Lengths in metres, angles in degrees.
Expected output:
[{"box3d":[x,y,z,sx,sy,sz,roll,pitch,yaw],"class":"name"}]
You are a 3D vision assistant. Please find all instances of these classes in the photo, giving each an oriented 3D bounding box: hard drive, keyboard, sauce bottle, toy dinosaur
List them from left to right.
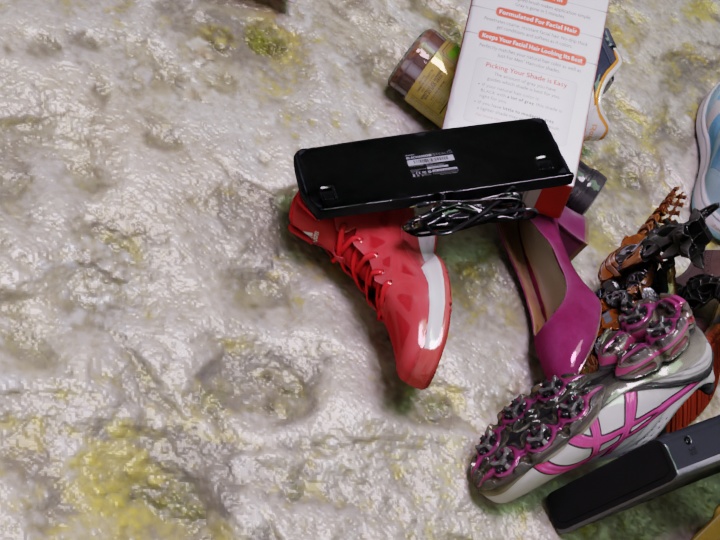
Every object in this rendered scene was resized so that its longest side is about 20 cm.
[{"box3d":[0.054,-0.059,1.042,0.197,0.040,0.105,-8,43,-7],"class":"keyboard"},{"box3d":[0.117,-0.121,1.195,0.199,0.065,0.065,38,48,-1],"class":"sauce bottle"},{"box3d":[0.226,0.006,1.115,0.102,0.135,0.202,26,58,-36],"class":"toy dinosaur"},{"box3d":[0.248,0.131,1.030,0.198,0.140,0.033,-13,72,-34],"class":"hard drive"}]

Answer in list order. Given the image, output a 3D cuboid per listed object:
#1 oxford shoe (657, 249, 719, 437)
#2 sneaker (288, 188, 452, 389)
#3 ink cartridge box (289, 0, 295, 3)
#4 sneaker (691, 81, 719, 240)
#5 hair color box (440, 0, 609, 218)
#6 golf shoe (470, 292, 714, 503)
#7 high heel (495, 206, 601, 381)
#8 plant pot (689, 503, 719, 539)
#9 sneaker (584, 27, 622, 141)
[{"box3d":[0.261,0.058,1.156,0.072,0.072,0.200,19,48,28],"class":"oxford shoe"},{"box3d":[0.000,0.000,1.050,0.114,0.079,0.201,8,42,-12],"class":"sneaker"},{"box3d":[-0.146,-0.310,1.210,0.198,0.047,0.162,22,48,-26],"class":"ink cartridge box"},{"box3d":[0.367,-0.131,1.292,0.079,0.131,0.201,22,49,-10],"class":"sneaker"},{"box3d":[0.129,-0.153,1.134,0.110,0.064,0.202,14,68,1],"class":"hair color box"},{"box3d":[0.172,0.110,1.015,0.199,0.073,0.092,-36,116,-3],"class":"golf shoe"},{"box3d":[0.134,0.003,1.108,0.095,0.067,0.201,26,46,-16],"class":"high heel"},{"box3d":[0.316,0.234,0.968,0.200,0.195,0.195,46,48,16],"class":"plant pot"},{"box3d":[0.187,-0.200,1.281,0.078,0.079,0.202,11,64,-15],"class":"sneaker"}]
